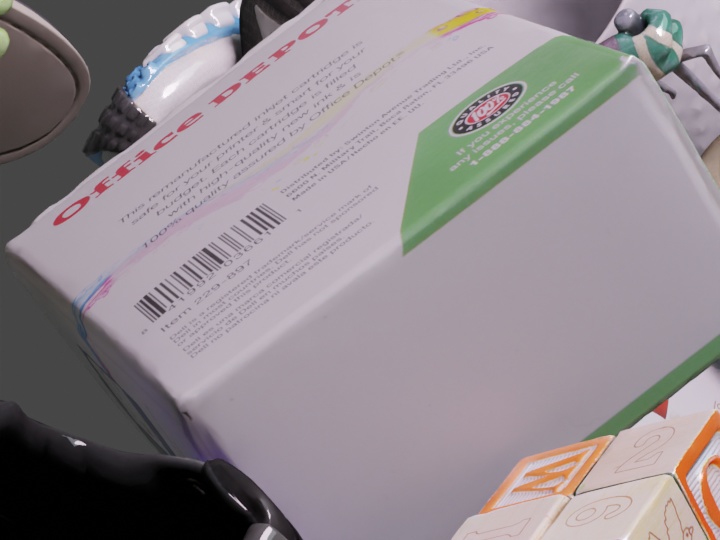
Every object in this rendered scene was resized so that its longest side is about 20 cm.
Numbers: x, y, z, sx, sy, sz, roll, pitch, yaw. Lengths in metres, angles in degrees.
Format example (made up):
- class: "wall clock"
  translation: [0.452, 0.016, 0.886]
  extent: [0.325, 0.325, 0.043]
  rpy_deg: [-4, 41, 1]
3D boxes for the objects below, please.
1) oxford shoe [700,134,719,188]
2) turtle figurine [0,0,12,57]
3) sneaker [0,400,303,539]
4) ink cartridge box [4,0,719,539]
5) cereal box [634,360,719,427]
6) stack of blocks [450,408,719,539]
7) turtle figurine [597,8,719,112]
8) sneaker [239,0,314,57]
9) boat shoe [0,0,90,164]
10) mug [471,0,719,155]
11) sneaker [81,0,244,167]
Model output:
- class: "oxford shoe"
  translation: [0.135, -0.020, 0.950]
  extent: [0.070, 0.075, 0.200]
  rpy_deg: [42, 14, -8]
- class: "turtle figurine"
  translation: [-0.113, -0.021, 0.781]
  extent: [0.194, 0.200, 0.144]
  rpy_deg: [-75, 143, -74]
- class: "sneaker"
  translation: [-0.029, 0.096, 0.682]
  extent: [0.200, 0.100, 0.070]
  rpy_deg: [30, 47, -5]
- class: "ink cartridge box"
  translation: [0.000, 0.000, 0.804]
  extent: [0.088, 0.145, 0.200]
  rpy_deg: [56, -9, -23]
- class: "cereal box"
  translation: [0.085, 0.109, 0.830]
  extent: [0.144, 0.040, 0.200]
  rpy_deg: [27, 50, -20]
- class: "stack of blocks"
  translation: [0.043, 0.133, 0.638]
  extent: [0.115, 0.059, 0.200]
  rpy_deg: [61, 38, -15]
- class: "turtle figurine"
  translation: [0.054, -0.064, 1.056]
  extent: [0.200, 0.101, 0.150]
  rpy_deg: [54, -26, -10]
- class: "sneaker"
  translation: [-0.030, -0.030, 0.964]
  extent: [0.084, 0.077, 0.200]
  rpy_deg: [16, 49, -18]
- class: "boat shoe"
  translation: [-0.173, -0.083, 0.921]
  extent: [0.200, 0.073, 0.063]
  rpy_deg: [10, 34, -42]
- class: "mug"
  translation: [0.130, -0.077, 1.337]
  extent: [0.175, 0.148, 0.200]
  rpy_deg: [29, 50, -38]
- class: "sneaker"
  translation: [-0.024, -0.045, 1.087]
  extent: [0.087, 0.075, 0.200]
  rpy_deg: [49, 23, 17]
